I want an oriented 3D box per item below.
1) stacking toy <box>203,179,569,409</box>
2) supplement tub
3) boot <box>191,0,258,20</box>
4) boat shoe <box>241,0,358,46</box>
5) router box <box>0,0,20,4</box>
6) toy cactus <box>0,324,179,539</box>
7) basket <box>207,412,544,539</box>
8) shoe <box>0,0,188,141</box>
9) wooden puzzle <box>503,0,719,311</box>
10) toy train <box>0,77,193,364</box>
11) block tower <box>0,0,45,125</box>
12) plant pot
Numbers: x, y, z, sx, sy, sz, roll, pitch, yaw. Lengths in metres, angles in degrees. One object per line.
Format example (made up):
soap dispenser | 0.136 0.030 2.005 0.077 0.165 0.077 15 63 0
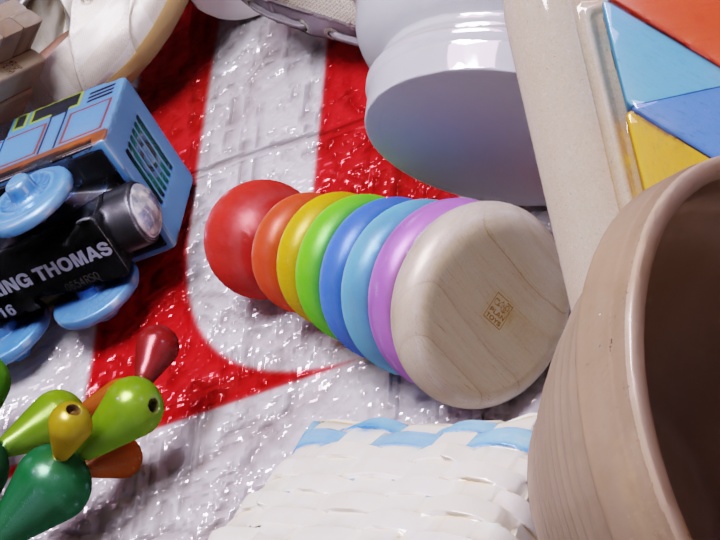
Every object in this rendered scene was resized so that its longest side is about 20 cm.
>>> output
stacking toy | 0.000 0.000 1.218 0.085 0.085 0.200 -48 31 -17
supplement tub | 0.075 -0.144 1.225 0.145 0.145 0.201 -8 61 32
boot | -0.008 -0.210 1.446 0.199 0.073 0.091 -24 43 16
boat shoe | 0.015 -0.137 1.357 0.199 0.065 0.072 16 63 25
router box | -0.184 -0.214 1.454 0.200 0.179 0.049 -41 30 32
toy cactus | -0.173 0.099 1.236 0.199 0.102 0.166 -10 52 18
basket | 0.008 0.150 0.978 0.176 0.139 0.200 -1 42 44
shoe | -0.151 -0.112 1.428 0.200 0.053 0.070 -51 37 6
wooden puzzle | 0.163 -0.047 1.033 0.199 0.037 0.186 -14 76 8
toy train | -0.177 -0.012 1.360 0.199 0.087 0.114 -21 30 23
block tower | -0.246 -0.146 1.394 0.058 0.200 0.054 -34 -23 -57
plant pot | 0.121 0.069 0.943 0.093 0.201 0.201 -23 36 39
